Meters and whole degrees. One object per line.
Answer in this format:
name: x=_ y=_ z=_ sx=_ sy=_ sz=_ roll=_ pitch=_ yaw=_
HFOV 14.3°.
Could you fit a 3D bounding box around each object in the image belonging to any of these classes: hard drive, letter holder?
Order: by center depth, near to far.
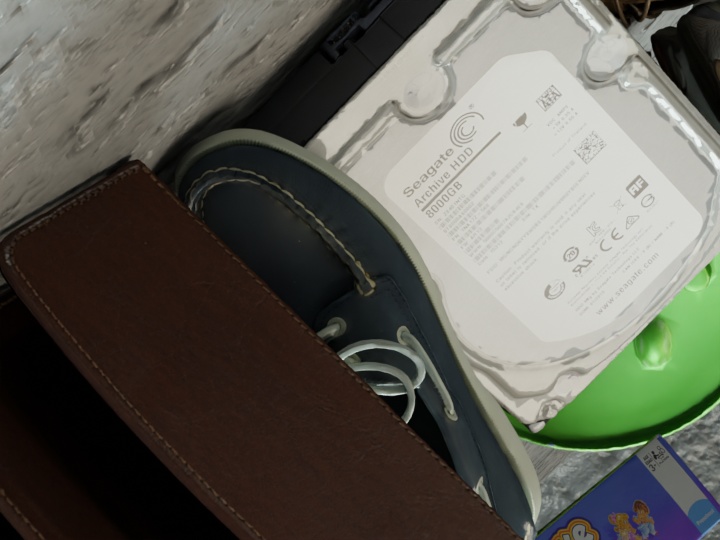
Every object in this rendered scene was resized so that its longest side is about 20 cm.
letter holder: x=-0.064 y=0.086 z=0.924 sx=0.142 sy=0.200 sz=0.101 roll=-34 pitch=165 yaw=-49
hard drive: x=0.058 y=-0.036 z=1.093 sx=0.140 sy=0.038 sz=0.200 roll=-45 pitch=133 yaw=3

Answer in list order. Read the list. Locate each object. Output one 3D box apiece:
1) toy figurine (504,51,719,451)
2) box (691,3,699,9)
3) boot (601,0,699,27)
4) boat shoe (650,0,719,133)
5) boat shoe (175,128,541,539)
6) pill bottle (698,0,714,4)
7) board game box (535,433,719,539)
toy figurine: x=0.101 y=-0.052 z=1.306 sx=0.184 sy=0.150 sz=0.200 roll=-86 pitch=169 yaw=-56
box: x=0.194 y=-0.079 z=1.468 sx=0.068 sy=0.082 sz=0.200 roll=45 pitch=63 yaw=-79
boot: x=0.092 y=-0.118 z=1.124 sx=0.200 sy=0.075 sz=0.074 roll=-46 pitch=172 yaw=9
boat shoe: x=0.171 y=-0.085 z=1.203 sx=0.072 sy=0.076 sz=0.200 roll=-28 pitch=-178 yaw=0
boat shoe: x=-0.004 y=0.041 z=1.022 sx=0.075 sy=0.200 sz=0.062 roll=-21 pitch=-155 yaw=22
pill bottle: x=0.232 y=-0.188 z=1.304 sx=0.200 sy=0.111 sz=0.111 roll=-40 pitch=169 yaw=-31
board game box: x=0.045 y=0.159 z=1.175 sx=0.200 sy=0.045 sz=0.134 roll=-36 pitch=173 yaw=-36
